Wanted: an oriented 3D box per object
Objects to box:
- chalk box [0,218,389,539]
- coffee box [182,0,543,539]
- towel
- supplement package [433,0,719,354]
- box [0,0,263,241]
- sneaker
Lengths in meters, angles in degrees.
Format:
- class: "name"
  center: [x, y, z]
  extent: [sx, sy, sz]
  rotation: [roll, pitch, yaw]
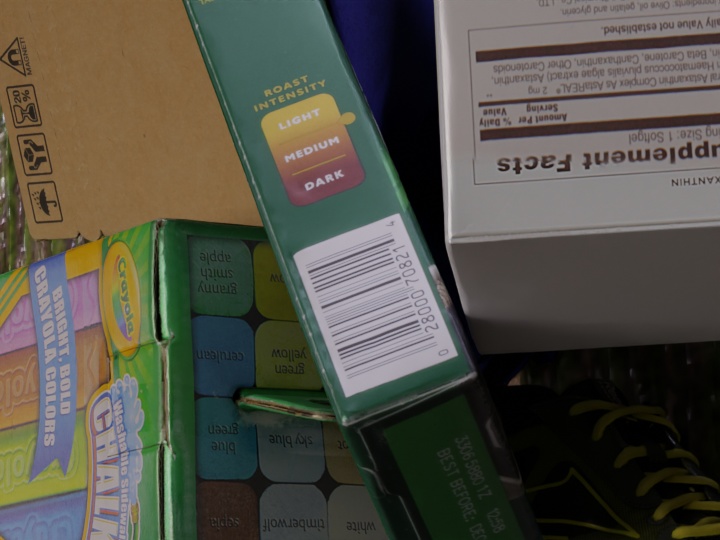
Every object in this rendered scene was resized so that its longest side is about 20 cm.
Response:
- class: "chalk box"
  center: [-0.048, 0.052, 0.960]
  extent: [0.200, 0.124, 0.125]
  rotation: [-16, 72, 52]
- class: "coffee box"
  center: [0.000, 0.000, 0.802]
  extent: [0.123, 0.044, 0.201]
  rotation: [68, 180, -48]
- class: "towel"
  center: [0.031, -0.076, 0.883]
  extent: [0.148, 0.049, 0.201]
  rotation: [115, 136, -62]
- class: "supplement package"
  center: [0.094, -0.093, 0.707]
  extent: [0.152, 0.150, 0.201]
  rotation: [66, -159, -77]
- class: "box"
  center: [-0.080, -0.111, 0.956]
  extent: [0.163, 0.021, 0.201]
  rotation: [-2, 103, 42]
- class: "sneaker"
  center: [0.078, 0.078, 0.819]
  extent: [0.200, 0.074, 0.085]
  rotation: [8, 91, 55]
